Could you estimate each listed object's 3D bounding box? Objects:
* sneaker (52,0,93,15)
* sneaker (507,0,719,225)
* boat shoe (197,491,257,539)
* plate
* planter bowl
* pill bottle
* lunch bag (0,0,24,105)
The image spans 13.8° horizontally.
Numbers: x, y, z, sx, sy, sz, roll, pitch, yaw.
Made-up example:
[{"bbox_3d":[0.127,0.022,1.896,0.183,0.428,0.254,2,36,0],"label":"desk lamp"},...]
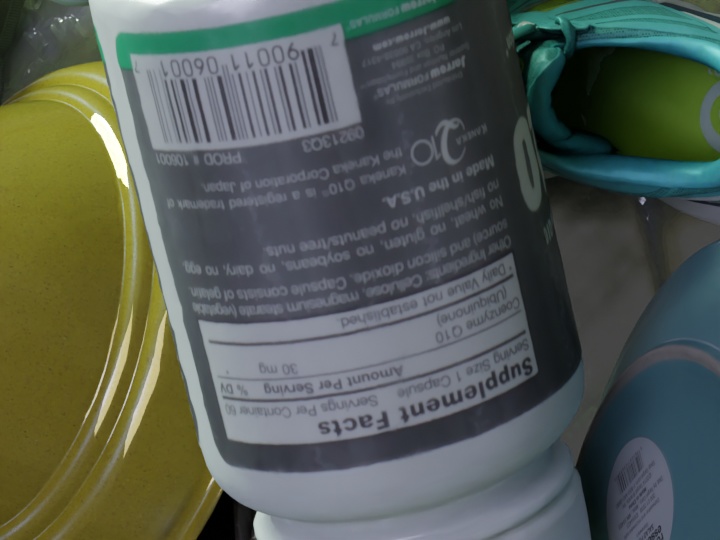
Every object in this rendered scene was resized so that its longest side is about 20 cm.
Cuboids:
[{"bbox_3d":[-0.017,-0.133,0.880,0.200,0.118,0.074,-33,84,21],"label":"sneaker"},{"bbox_3d":[0.055,-0.061,0.895,0.200,0.080,0.078,12,95,30],"label":"sneaker"},{"bbox_3d":[-0.061,0.122,0.963,0.074,0.073,0.201,10,94,30],"label":"boat shoe"},{"bbox_3d":[0.094,0.089,0.835,0.200,0.026,0.201,-176,90,-68],"label":"plate"},{"bbox_3d":[-0.118,0.014,0.948,0.200,0.083,0.201,-25,57,46],"label":"planter bowl"},{"bbox_3d":[0.000,0.000,0.837,0.113,0.113,0.200,-2,110,30],"label":"pill bottle"},{"bbox_3d":[-0.237,-0.099,1.015,0.200,0.164,0.118,22,106,28],"label":"lunch bag"}]
